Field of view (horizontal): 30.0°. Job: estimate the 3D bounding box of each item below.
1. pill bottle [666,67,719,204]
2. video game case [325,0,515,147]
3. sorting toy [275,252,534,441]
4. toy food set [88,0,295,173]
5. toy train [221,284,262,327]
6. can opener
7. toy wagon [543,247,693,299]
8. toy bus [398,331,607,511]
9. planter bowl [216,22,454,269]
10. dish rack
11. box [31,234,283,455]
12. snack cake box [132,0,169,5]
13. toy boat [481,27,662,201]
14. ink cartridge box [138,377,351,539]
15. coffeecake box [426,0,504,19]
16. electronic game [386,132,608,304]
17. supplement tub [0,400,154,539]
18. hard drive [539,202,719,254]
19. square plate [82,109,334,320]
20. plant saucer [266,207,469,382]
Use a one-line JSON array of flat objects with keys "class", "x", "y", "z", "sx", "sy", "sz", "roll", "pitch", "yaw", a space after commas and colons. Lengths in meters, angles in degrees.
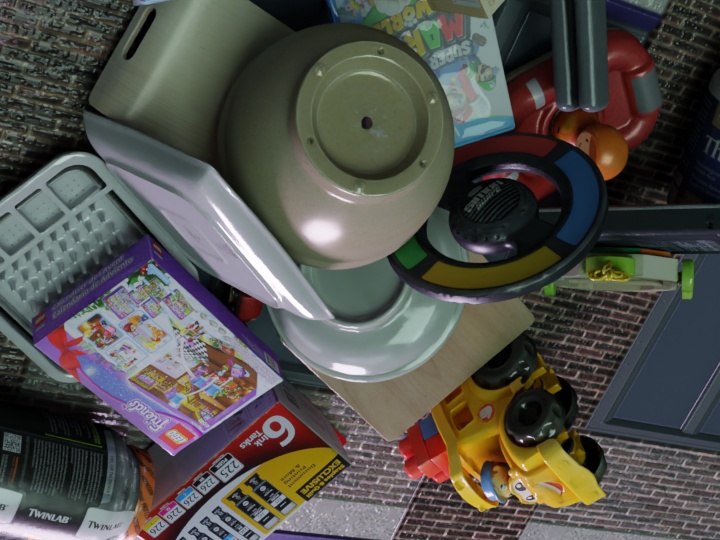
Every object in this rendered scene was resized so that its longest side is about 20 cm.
[{"class": "pill bottle", "x": 0.390, "y": -0.137, "z": 1.345, "sx": 0.109, "sy": 0.111, "sz": 0.202, "roll": 1, "pitch": 121, "yaw": -24}, {"class": "video game case", "x": 0.050, "y": -0.202, "z": 1.174, "sx": 0.141, "sy": 0.018, "sz": 0.203, "roll": -18, "pitch": 107, "yaw": -12}, {"class": "sorting toy", "x": 0.040, "y": 0.039, "z": 1.339, "sx": 0.198, "sy": 0.070, "sz": 0.200, "roll": -40, "pitch": 127, "yaw": 6}, {"class": "toy food set", "x": -0.116, "y": -0.159, "z": 1.157, "sx": 0.199, "sy": 0.060, "sz": 0.145, "roll": 28, "pitch": 96, "yaw": -36}, {"class": "toy train", "x": -0.109, "y": 0.024, "z": 1.256, "sx": 0.034, "sy": 0.046, "sz": 0.202, "roll": -2, "pitch": 135, "yaw": -21}, {"class": "can opener", "x": 0.198, "y": -0.242, "z": 1.182, "sx": 0.066, "sy": 0.052, "sz": 0.203, "roll": -12, "pitch": 104, "yaw": -43}, {"class": "toy wagon", "x": 0.255, "y": 0.001, "z": 1.340, "sx": 0.153, "sy": 0.200, "sz": 0.040, "roll": 1, "pitch": 83, "yaw": 13}, {"class": "toy bus", "x": 0.137, "y": 0.178, "z": 1.399, "sx": 0.191, "sy": 0.201, "sz": 0.136, "roll": -34, "pitch": 132, "yaw": 11}, {"class": "planter bowl", "x": -0.007, "y": -0.109, "z": 1.071, "sx": 0.197, "sy": 0.135, "sz": 0.204, "roll": 2, "pitch": 84, "yaw": -15}, {"class": "dish rack", "x": -0.258, "y": -0.006, "z": 1.198, "sx": 0.171, "sy": 0.044, "sz": 0.201, "roll": -37, "pitch": 128, "yaw": 2}, {"class": "box", "x": -0.182, "y": 0.072, "z": 1.223, "sx": 0.136, "sy": 0.039, "sz": 0.200, "roll": -34, "pitch": 130, "yaw": 11}, {"class": "snack cake box", "x": -0.088, "y": -0.280, "z": 1.052, "sx": 0.197, "sy": 0.067, "sz": 0.117, "roll": -13, "pitch": 102, "yaw": -16}, {"class": "toy boat", "x": 0.204, "y": -0.129, "z": 1.259, "sx": 0.198, "sy": 0.131, "sz": 0.131, "roll": -28, "pitch": 128, "yaw": -4}, {"class": "ink cartridge box", "x": -0.117, "y": 0.217, "z": 1.380, "sx": 0.200, "sy": 0.084, "sz": 0.176, "roll": -41, "pitch": 128, "yaw": 6}, {"class": "coffeecake box", "x": 0.109, "y": -0.330, "z": 1.076, "sx": 0.201, "sy": 0.073, "sz": 0.154, "roll": -50, "pitch": 131, "yaw": -19}, {"class": "electronic game", "x": 0.114, "y": -0.049, "z": 1.153, "sx": 0.198, "sy": 0.201, "sz": 0.042, "roll": -27, "pitch": 132, "yaw": -4}, {"class": "supplement tub", "x": -0.302, "y": 0.194, "z": 1.261, "sx": 0.198, "sy": 0.123, "sz": 0.123, "roll": 19, "pitch": 113, "yaw": -31}, {"class": "hard drive", "x": 0.274, "y": -0.038, "z": 1.299, "sx": 0.139, "sy": 0.197, "sz": 0.033, "roll": 14, "pitch": 78, "yaw": -63}, {"class": "square plate", "x": -0.132, "y": -0.040, "z": 1.115, "sx": 0.029, "sy": 0.197, "sz": 0.200, "roll": -50, "pitch": 132, "yaw": -14}, {"class": "plant saucer", "x": 0.000, "y": 0.000, "z": 1.225, "sx": 0.199, "sy": 0.201, "sz": 0.050, "roll": -39, "pitch": 168, "yaw": 6}]
